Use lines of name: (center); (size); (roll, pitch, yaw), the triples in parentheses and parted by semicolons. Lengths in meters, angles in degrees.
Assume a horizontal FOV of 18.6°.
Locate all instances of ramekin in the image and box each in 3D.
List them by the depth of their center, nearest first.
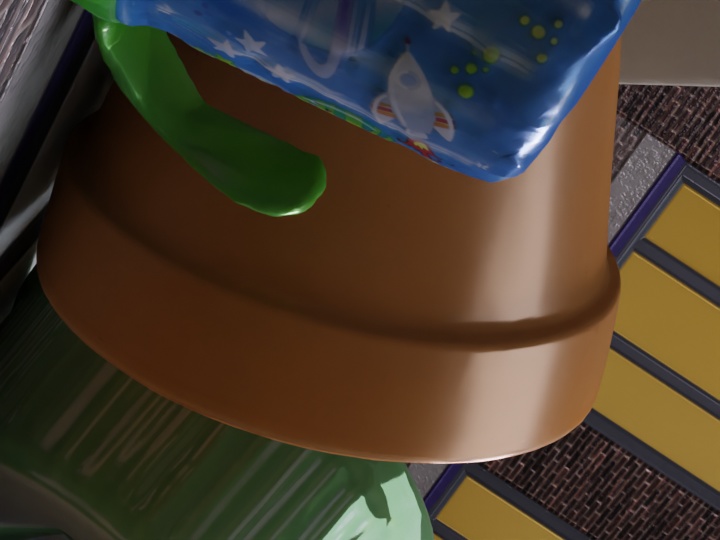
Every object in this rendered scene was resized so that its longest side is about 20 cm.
ramekin: (-0.078, 0.095, 0.836); (0.098, 0.200, 0.200); (-48, 176, -30)

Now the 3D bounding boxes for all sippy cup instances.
sippy cup: (0.010, -0.094, 0.564); (0.140, 0.130, 0.178); (-57, -179, -17)

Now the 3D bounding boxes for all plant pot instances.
plant pot: (0.003, -0.047, 0.727); (0.200, 0.198, 0.141); (-58, 165, -65)

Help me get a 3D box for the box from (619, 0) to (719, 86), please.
box: (0.068, -0.122, 0.852); (0.069, 0.198, 0.083); (-58, 146, -51)
